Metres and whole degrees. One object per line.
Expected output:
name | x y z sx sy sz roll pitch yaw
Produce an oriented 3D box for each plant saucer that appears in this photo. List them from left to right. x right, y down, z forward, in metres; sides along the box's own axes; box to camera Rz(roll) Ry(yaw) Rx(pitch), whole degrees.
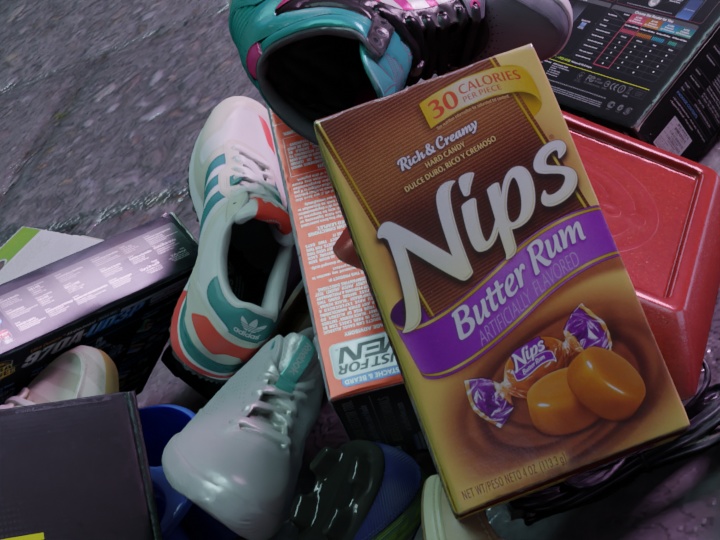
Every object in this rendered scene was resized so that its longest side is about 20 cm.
plant saucer | 0.109 -0.034 0.815 0.199 0.037 0.200 22 37 7

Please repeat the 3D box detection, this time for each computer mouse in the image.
computer mouse | 0.118 0.056 0.824 0.138 0.053 0.200 -24 40 -1

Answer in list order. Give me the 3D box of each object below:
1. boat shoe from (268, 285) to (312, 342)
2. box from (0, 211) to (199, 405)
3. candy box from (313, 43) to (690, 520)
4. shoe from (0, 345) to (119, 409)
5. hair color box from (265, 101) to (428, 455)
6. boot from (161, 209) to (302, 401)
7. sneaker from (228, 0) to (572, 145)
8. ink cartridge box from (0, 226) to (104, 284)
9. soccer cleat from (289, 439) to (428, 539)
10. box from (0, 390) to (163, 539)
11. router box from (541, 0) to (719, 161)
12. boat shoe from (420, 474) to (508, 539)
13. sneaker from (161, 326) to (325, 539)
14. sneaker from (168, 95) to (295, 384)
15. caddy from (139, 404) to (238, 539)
boat shoe | 0.003 0.012 0.976 0.201 0.066 0.072 -57 11 -12
box | -0.203 0.058 0.946 0.200 0.046 0.159 -28 -22 -42
candy box | 0.064 0.005 0.713 0.116 0.201 0.056 -20 -13 -2
shoe | -0.200 0.120 0.840 0.070 0.053 0.201 0 52 36
hair color box | 0.000 0.000 0.870 0.064 0.111 0.201 -13 63 3
boot | -0.065 0.001 1.061 0.201 0.065 0.165 -60 0 -6
sneaker | 0.024 -0.119 0.816 0.199 0.084 0.121 1 42 -3
ink cartridge box | -0.254 0.045 1.175 0.148 0.076 0.200 -49 32 -21
soccer cleat | -0.017 0.186 0.762 0.065 0.084 0.201 14 76 55
box | -0.197 0.169 0.759 0.199 0.048 0.194 -7 65 -16
router box | 0.182 -0.157 1.010 0.150 0.062 0.200 -51 36 -5
boat shoe | 0.079 0.167 0.695 0.065 0.072 0.200 -25 36 4
sneaker | -0.053 0.078 0.830 0.089 0.075 0.200 -56 6 12
sneaker | -0.065 -0.034 0.920 0.093 0.070 0.201 -37 39 50
caddy | -0.164 0.155 0.905 0.199 0.105 0.142 -15 36 31
